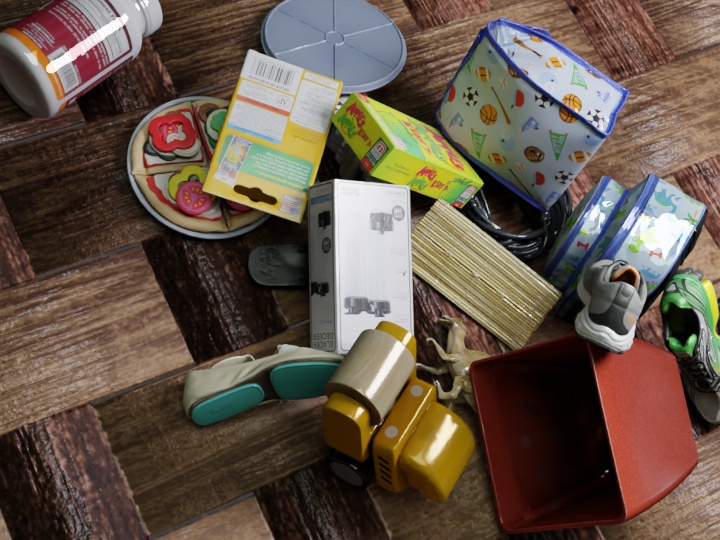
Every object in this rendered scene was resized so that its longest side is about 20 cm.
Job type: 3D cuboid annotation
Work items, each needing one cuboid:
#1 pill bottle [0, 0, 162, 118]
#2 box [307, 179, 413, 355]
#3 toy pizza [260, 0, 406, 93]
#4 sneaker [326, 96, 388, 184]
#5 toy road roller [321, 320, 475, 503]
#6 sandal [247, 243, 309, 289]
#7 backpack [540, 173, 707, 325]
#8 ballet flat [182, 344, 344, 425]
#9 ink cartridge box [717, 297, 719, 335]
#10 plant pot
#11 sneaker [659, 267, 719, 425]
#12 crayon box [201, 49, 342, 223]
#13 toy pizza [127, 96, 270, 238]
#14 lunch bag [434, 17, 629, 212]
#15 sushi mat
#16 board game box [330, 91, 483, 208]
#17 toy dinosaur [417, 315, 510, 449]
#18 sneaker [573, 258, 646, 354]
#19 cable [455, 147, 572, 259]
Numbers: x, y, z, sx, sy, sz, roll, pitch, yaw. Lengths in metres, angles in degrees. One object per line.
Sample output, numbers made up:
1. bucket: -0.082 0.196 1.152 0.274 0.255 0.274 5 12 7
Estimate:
1. pill bottle: -0.344 -0.284 1.386 0.113 0.113 0.200 43 60 7
2. box: 0.000 0.000 1.326 0.116 0.060 0.202 1 84 -36
3. toy pizza: -0.037 -0.301 1.520 0.198 0.032 0.202 6 50 -8
4. sneaker: 0.009 -0.144 1.450 0.080 0.075 0.202 -10 68 -30
5. toy road roller: 0.047 0.167 1.236 0.145 0.201 0.123 22 57 21
6. sandal: -0.038 -0.010 1.381 0.198 0.045 0.076 -3 65 -18
7. backpack: 0.321 -0.026 1.407 0.146 0.200 0.184 35 61 2
8. ballet flat: -0.106 0.116 1.272 0.198 0.070 0.070 -13 68 -2
9. ink cartridge box: 0.511 0.114 1.457 0.044 0.094 0.202 8 62 -13
10. plant pot: 0.269 0.179 1.291 0.175 0.199 0.202 -3 78 -35
11. sneaker: 0.414 0.104 1.409 0.085 0.078 0.202 -34 105 -45
12. crayon box: -0.108 -0.154 1.368 0.125 0.052 0.202 18 66 -7
13. toy pizza: -0.187 -0.134 1.398 0.198 0.032 0.202 7 63 -13
14. lunch bag: 0.208 -0.205 1.430 0.199 0.170 0.124 32 48 1
15. sushi mat: 0.148 0.006 1.415 0.199 0.096 0.012 38 16 4
16. board game box: 0.061 -0.147 1.401 0.199 0.048 0.102 14 35 -52
17. toy dinosaur: 0.127 0.140 1.351 0.100 0.058 0.202 -16 70 -24
18. sneaker: 0.278 0.023 1.218 0.073 0.080 0.200 25 20 4
19. cable: 0.204 -0.103 1.503 0.162 0.051 0.202 -7 63 -24
